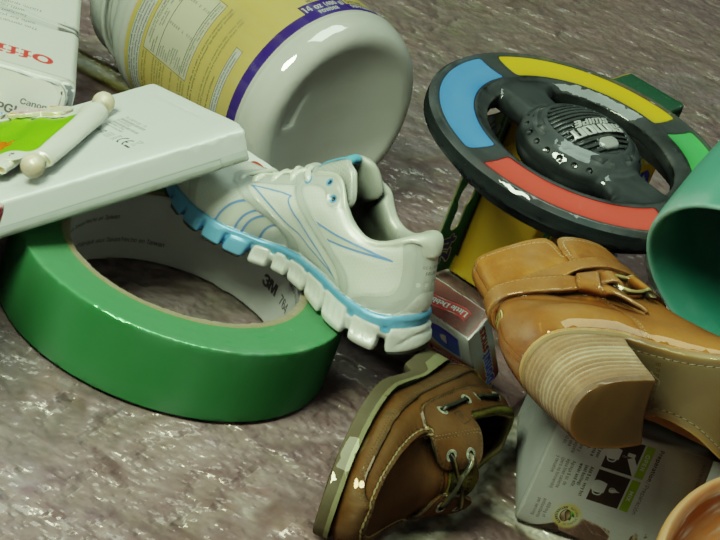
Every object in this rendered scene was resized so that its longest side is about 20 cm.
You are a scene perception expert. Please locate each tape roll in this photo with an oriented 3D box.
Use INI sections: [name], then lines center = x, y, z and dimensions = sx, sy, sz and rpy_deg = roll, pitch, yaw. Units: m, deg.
[tape roll]
center = -0.107, 0.011, 1.305
dimensions = 0.200, 0.048, 0.201
rpy_deg = 18, 26, -9

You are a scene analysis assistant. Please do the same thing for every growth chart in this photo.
[growth chart]
center = -0.247, -0.071, 1.288
dimensions = 0.199, 0.018, 0.145
rpy_deg = -4, 21, 7

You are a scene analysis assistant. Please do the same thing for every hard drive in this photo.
[hard drive]
center = -0.181, -0.059, 1.292
dimensions = 0.199, 0.026, 0.132
rpy_deg = -19, 24, -24

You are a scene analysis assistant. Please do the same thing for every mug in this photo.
[mug]
center = 0.257, -0.007, 1.284
dimensions = 0.152, 0.185, 0.114
rpy_deg = 26, 61, 31

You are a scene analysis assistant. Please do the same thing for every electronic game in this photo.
[electronic game]
center = 0.133, -0.074, 1.381
dimensions = 0.199, 0.042, 0.200
rpy_deg = 16, 31, -10

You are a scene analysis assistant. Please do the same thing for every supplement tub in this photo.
[supplement tub]
center = -0.076, -0.148, 1.523
dimensions = 0.145, 0.146, 0.200
rpy_deg = -7, 38, -45

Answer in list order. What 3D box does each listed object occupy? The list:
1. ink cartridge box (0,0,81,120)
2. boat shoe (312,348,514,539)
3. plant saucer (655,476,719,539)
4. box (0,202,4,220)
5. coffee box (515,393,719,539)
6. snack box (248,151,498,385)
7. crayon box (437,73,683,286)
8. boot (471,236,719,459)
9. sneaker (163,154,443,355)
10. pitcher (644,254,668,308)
[ink cartridge box]
center = -0.256, -0.140, 1.443
dimensions = 0.145, 0.085, 0.200
rpy_deg = 15, 24, -13
[boat shoe]
center = 0.035, 0.096, 1.217
dimensions = 0.068, 0.072, 0.200
rpy_deg = 25, 26, 10
[plant saucer]
center = 0.234, 0.194, 1.166
dimensions = 0.199, 0.038, 0.201
rpy_deg = 13, 46, -14
[box]
center = -0.298, -0.022, 1.162
dimensions = 0.200, 0.100, 0.095
rpy_deg = 27, 26, 10
[coffee box]
center = 0.194, 0.113, 1.295
dimensions = 0.199, 0.080, 0.113
rpy_deg = 18, 27, -4
[snack box]
center = 0.000, 0.000, 1.382
dimensions = 0.200, 0.072, 0.024
rpy_deg = 35, 68, 26
[crayon box]
center = 0.132, -0.054, 1.522
dimensions = 0.052, 0.126, 0.200
rpy_deg = 34, 29, 24
[boot]
center = 0.165, 0.043, 1.253
dimensions = 0.199, 0.077, 0.155
rpy_deg = -1, 30, -21
[sneaker]
center = -0.027, -0.038, 1.306
dimensions = 0.200, 0.087, 0.075
rpy_deg = 32, 29, 25
[pitcher]
center = 0.261, 0.031, 1.427
dimensions = 0.171, 0.122, 0.200
rpy_deg = -7, 25, 12
